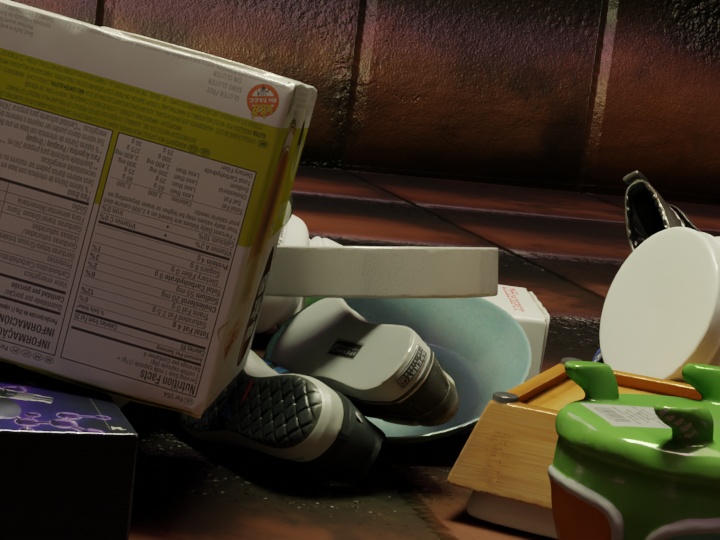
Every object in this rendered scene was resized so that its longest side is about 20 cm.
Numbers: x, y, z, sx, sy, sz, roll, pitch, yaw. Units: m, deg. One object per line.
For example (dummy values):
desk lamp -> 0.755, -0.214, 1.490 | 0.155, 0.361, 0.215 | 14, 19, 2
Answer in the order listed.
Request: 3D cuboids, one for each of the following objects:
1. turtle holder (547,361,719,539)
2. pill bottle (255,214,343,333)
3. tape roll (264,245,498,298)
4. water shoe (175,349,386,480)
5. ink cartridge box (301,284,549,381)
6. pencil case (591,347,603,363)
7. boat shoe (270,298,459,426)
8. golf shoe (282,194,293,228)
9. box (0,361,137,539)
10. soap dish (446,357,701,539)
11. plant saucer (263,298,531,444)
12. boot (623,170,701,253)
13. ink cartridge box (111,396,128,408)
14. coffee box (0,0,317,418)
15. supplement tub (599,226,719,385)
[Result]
turtle holder -> 0.185, 0.124, 0.907 | 0.185, 0.133, 0.141 | 0, 10, -43
pill bottle -> -0.115, -0.012, 1.508 | 0.199, 0.114, 0.113 | 23, 5, -14
tape roll -> 0.000, 0.000, 1.220 | 0.202, 0.037, 0.203 | 0, 1, 0
water shoe -> -0.059, 0.102, 1.145 | 0.079, 0.072, 0.200 | 34, -8, -30
ink cartridge box -> 0.048, 0.055, 1.407 | 0.199, 0.088, 0.145 | 5, 9, -2
pencil case -> 0.241, 0.079, 1.434 | 0.087, 0.078, 0.200 | -26, 1, 16
boat shoe -> 0.000, 0.071, 1.170 | 0.064, 0.071, 0.200 | 45, -12, -24
golf shoe -> -0.122, -0.036, 1.260 | 0.199, 0.077, 0.088 | 5, 43, -46
box -> -0.214, 0.098, 0.950 | 0.140, 0.079, 0.200 | 7, 8, -20
soap dish -> 0.165, 0.118, 1.103 | 0.157, 0.082, 0.200 | 11, 10, 22
plant saucer -> 0.028, 0.078, 1.255 | 0.200, 0.039, 0.201 | -3, 32, 2
boot -> 0.275, 0.030, 1.368 | 0.069, 0.201, 0.174 | -30, -30, 21
ink cartridge box -> -0.173, 0.039, 1.164 | 0.099, 0.039, 0.200 | 26, 41, 24
coffee box -> -0.150, -0.043, 1.024 | 0.199, 0.199, 0.200 | 16, 5, 2
supplement tub -> 0.292, 0.059, 1.250 | 0.199, 0.141, 0.140 | 22, 1, -28
